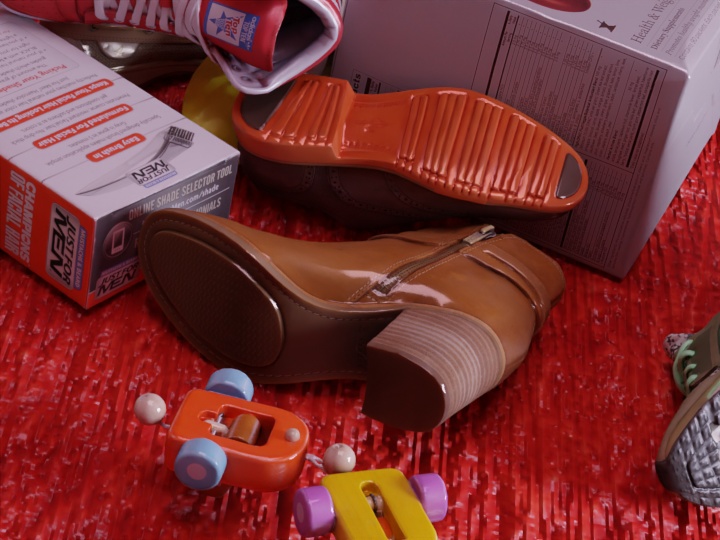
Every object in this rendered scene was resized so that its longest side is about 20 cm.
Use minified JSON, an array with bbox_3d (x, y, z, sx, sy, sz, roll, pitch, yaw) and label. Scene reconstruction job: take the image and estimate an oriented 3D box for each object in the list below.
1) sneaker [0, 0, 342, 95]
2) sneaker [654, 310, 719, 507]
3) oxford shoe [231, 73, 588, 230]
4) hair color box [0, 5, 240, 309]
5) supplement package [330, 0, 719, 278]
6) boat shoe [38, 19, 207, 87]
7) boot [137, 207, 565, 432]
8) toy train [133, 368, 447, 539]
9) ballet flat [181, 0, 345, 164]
[{"bbox_3d":[-0.105,-0.150,1.091,0.200,0.071,0.113,-2,33,-9],"label":"sneaker"},{"bbox_3d":[0.194,0.058,1.033,0.089,0.077,0.200,-2,26,40],"label":"sneaker"},{"bbox_3d":[0.028,-0.057,1.101,0.200,0.073,0.071,14,53,12],"label":"oxford shoe"},{"bbox_3d":[-0.178,-0.070,1.079,0.200,0.064,0.111,32,40,27],"label":"hair color box"},{"bbox_3d":[0.112,-0.133,1.172,0.200,0.147,0.191,23,38,13],"label":"supplement package"},{"bbox_3d":[-0.110,-0.161,1.214,0.200,0.065,0.071,-24,50,-38],"label":"boat shoe"},{"bbox_3d":[0.000,0.000,1.030,0.200,0.077,0.155,20,32,22],"label":"boot"},{"bbox_3d":[-0.042,0.129,0.869,0.150,0.056,0.200,11,34,1],"label":"toy train"},{"bbox_3d":[-0.038,-0.130,1.182,0.067,0.067,0.200,49,40,-3],"label":"ballet flat"}]
